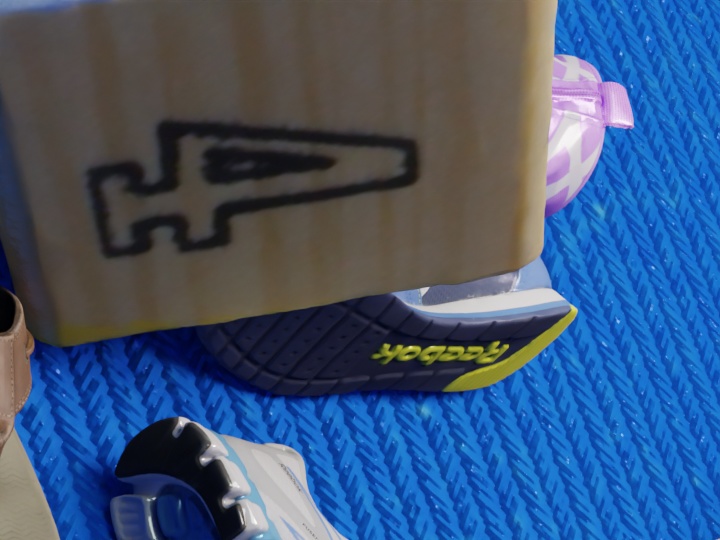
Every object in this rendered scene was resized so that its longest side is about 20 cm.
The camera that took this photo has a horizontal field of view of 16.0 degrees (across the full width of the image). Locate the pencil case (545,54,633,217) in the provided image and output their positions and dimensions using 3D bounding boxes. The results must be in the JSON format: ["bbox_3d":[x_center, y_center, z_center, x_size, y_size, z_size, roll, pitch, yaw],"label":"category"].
[{"bbox_3d":[0.016,-0.080,1.086,0.199,0.085,0.084,15,51,-40],"label":"pencil case"}]

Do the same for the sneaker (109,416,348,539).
[{"bbox_3d":[-0.013,0.142,0.903,0.086,0.075,0.201,3,60,-51],"label":"sneaker"}]

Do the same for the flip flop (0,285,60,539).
[{"bbox_3d":[-0.144,0.018,0.869,0.081,0.057,0.201,9,56,-42],"label":"flip flop"}]

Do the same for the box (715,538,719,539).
[{"bbox_3d":[0.112,0.182,0.976,0.199,0.097,0.125,-9,68,-48],"label":"box"}]

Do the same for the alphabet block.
[{"bbox_3d":[-0.044,-0.115,0.886,0.195,0.200,0.197,-8,59,-3],"label":"alphabet block"}]

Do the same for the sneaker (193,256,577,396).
[{"bbox_3d":[0.000,0.000,1.024,0.199,0.074,0.083,7,52,-49],"label":"sneaker"}]
